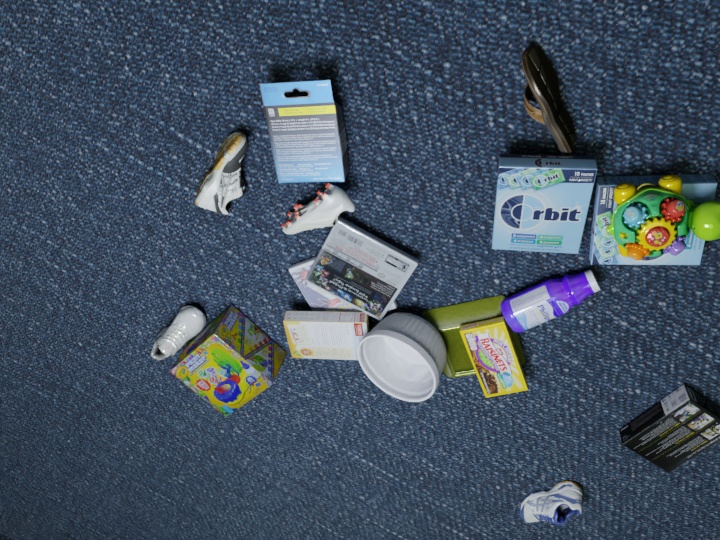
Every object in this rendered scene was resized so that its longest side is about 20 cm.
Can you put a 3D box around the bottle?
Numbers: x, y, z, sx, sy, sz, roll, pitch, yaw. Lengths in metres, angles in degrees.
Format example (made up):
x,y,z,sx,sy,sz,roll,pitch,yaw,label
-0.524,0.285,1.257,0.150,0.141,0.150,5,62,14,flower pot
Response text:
x,y,z,sx,sy,sz,roll,pitch,yaw,label
0.398,0.061,1.241,0.199,0.066,0.084,-27,132,22,bottle

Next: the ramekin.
x,y,z,sx,sy,sz,roll,pitch,yaw,label
0.102,0.190,1.349,0.198,0.105,0.202,21,136,22,ramekin

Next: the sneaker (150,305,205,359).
x,y,z,sx,sy,sz,roll,pitch,yaw,label
-0.464,0.169,1.504,0.078,0.100,0.200,39,123,-13,sneaker

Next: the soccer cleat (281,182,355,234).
x,y,z,sx,sy,sz,roll,pitch,yaw,label
-0.093,-0.112,1.234,0.077,0.070,0.199,38,141,-24,soccer cleat

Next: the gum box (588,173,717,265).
x,y,z,sx,sy,sz,roll,pitch,yaw,label
0.546,-0.093,1.123,0.197,0.045,0.172,1,122,14,gum box

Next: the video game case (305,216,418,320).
x,y,z,sx,sy,sz,roll,pitch,yaw,label
0.000,0.000,1.305,0.198,0.023,0.183,28,123,-6,video game case

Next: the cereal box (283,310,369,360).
x,y,z,sx,sy,sz,roll,pitch,yaw,label
-0.076,0.156,1.414,0.197,0.040,0.145,1,135,6,cereal box

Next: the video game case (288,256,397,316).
x,y,z,sx,sy,sz,roll,pitch,yaw,label
-0.040,0.038,1.364,0.198,0.023,0.183,-18,116,23,video game case

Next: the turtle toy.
x,y,z,sx,sy,sz,roll,pitch,yaw,label
0.538,-0.084,1.042,0.198,0.101,0.147,-9,118,19,turtle toy

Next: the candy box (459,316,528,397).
x,y,z,sx,sy,sz,roll,pitch,yaw,label
0.299,0.196,1.322,0.101,0.027,0.201,-16,117,19,candy box

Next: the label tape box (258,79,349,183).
x,y,z,sx,sy,sz,roll,pitch,yaw,label
-0.104,-0.275,1.153,0.142,0.064,0.202,1,123,13,label tape box

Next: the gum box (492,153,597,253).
x,y,z,sx,sy,sz,roll,pitch,yaw,label
0.340,-0.123,1.122,0.168,0.045,0.201,4,135,11,gum box

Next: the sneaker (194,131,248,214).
x,y,z,sx,sy,sz,roll,pitch,yaw,label
-0.271,-0.202,1.248,0.087,0.076,0.200,25,129,-23,sneaker

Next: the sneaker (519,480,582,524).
x,y,z,sx,sy,sz,roll,pitch,yaw,label
0.502,0.636,1.577,0.075,0.089,0.200,34,125,-12,sneaker

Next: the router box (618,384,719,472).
x,y,z,sx,sy,sz,roll,pitch,yaw,label
0.729,0.369,1.370,0.148,0.051,0.200,32,124,-10,router box

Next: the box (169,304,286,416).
x,y,z,sx,sy,sz,roll,pitch,yaw,label
-0.332,0.230,1.497,0.193,0.122,0.199,43,121,-15,box

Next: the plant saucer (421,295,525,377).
x,y,z,sx,sy,sz,roll,pitch,yaw,label
0.260,0.168,1.358,0.198,0.048,0.201,-13,118,20,plant saucer

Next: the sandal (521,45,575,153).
x,y,z,sx,sy,sz,roll,pitch,yaw,label
0.322,-0.293,1.044,0.054,0.082,0.201,-7,130,43,sandal
